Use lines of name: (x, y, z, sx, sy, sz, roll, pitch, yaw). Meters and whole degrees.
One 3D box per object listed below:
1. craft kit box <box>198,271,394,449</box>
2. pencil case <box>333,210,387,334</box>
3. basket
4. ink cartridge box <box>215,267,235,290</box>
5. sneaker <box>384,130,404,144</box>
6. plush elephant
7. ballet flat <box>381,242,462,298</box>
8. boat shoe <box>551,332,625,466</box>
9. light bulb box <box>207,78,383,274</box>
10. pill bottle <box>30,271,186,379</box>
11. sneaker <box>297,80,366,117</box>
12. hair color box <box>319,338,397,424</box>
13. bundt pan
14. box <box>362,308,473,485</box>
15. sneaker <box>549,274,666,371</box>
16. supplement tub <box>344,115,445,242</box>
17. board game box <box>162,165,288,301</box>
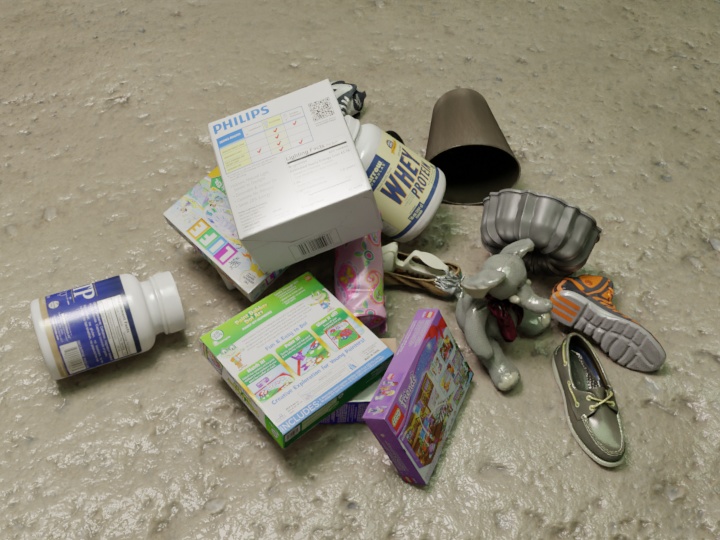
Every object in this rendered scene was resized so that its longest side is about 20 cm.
craft kit box: (-0.090, 0.117, 1.052, 0.199, 0.049, 0.197, -31, 60, -27)
pencil case: (0.000, 0.000, 1.181, 0.086, 0.088, 0.202, -1, 67, -6)
basket: (0.199, -0.241, 1.413, 0.178, 0.137, 0.201, -1, 45, 2)
ink cartridge box: (-0.161, -0.079, 1.236, 0.198, 0.084, 0.145, -24, 61, -9)
sneaker: (0.009, -0.210, 1.404, 0.061, 0.104, 0.199, 63, 27, 0)
plush elephant: (0.217, 0.041, 1.122, 0.200, 0.155, 0.165, 44, 55, 7)
ballet flat: (0.076, -0.007, 1.235, 0.198, 0.073, 0.068, 15, 49, 8)
boat shoe: (0.336, 0.185, 1.098, 0.071, 0.061, 0.203, -5, 50, -9)
light bulb box: (-0.094, -0.136, 1.092, 0.196, 0.125, 0.202, -20, 65, 1)
pill bottle: (-0.364, 0.072, 1.097, 0.198, 0.120, 0.120, -17, 52, -20)
sneaker: (-0.031, -0.315, 1.487, 0.129, 0.080, 0.199, -26, 45, -14)
hair color box: (-0.041, 0.160, 1.087, 0.197, 0.065, 0.110, -1, 48, -7)
bundt pan: (0.283, -0.051, 1.221, 0.200, 0.202, 0.076, 18, 73, 11)
box: (0.086, 0.171, 1.042, 0.039, 0.138, 0.201, -5, 38, 37)
sneaker: (0.402, 0.069, 1.196, 0.199, 0.078, 0.112, 36, 40, 8)
supplement tub: (0.029, -0.154, 1.265, 0.199, 0.145, 0.146, 31, 46, -18)
board game box: (-0.189, -0.064, 1.161, 0.200, 0.034, 0.134, 40, 73, 19)
